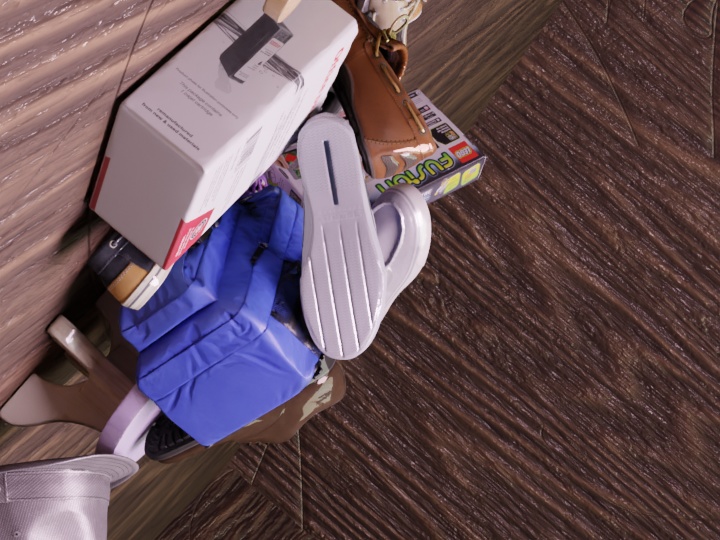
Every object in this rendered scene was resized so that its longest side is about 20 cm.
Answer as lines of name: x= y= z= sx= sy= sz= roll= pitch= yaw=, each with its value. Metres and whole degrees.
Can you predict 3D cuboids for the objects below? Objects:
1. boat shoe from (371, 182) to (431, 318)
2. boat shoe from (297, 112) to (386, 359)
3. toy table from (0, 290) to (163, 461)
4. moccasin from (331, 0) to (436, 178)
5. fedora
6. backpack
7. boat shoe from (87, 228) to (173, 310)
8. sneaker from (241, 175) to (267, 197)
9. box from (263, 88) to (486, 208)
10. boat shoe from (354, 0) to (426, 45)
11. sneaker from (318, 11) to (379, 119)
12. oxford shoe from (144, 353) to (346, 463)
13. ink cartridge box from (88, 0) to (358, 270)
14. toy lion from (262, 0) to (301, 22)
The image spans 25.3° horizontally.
boat shoe: x=0.000 y=0.000 z=1.490 sx=0.068 sy=0.072 sz=0.200 roll=-22 pitch=158 yaw=-41
boat shoe: x=-0.013 y=-0.031 z=1.318 sx=0.071 sy=0.071 sz=0.202 roll=-55 pitch=144 yaw=-78
toy table: x=-0.233 y=0.102 z=1.491 sx=0.184 sy=0.117 sz=0.200 roll=-48 pitch=174 yaw=-24
moccasin: x=0.012 y=-0.173 z=1.348 sx=0.077 sy=0.203 sz=0.074 roll=-18 pitch=145 yaw=-3
fedora: x=-0.293 y=0.228 z=1.425 sx=0.198 sy=0.091 sz=0.177 roll=-6 pitch=163 yaw=-4
backpack: x=-0.106 y=0.016 z=1.397 sx=0.162 sy=0.168 sz=0.201 roll=-26 pitch=-154 yaw=31
boat shoe: x=-0.166 y=-0.051 z=1.300 sx=0.075 sy=0.062 sz=0.201 roll=-44 pitch=-164 yaw=39
sneaker: x=-0.106 y=-0.081 z=1.497 sx=0.081 sy=0.083 sz=0.200 roll=-50 pitch=173 yaw=-18
box: x=0.013 y=-0.100 z=1.554 sx=0.199 sy=0.110 sz=0.035 roll=-26 pitch=152 yaw=-32
boat shoe: x=0.030 y=-0.262 z=1.494 sx=0.075 sy=0.068 sz=0.200 roll=-49 pitch=175 yaw=-21
sneaker: x=-0.036 y=-0.177 z=1.531 sx=0.098 sy=0.071 sz=0.200 roll=-36 pitch=178 yaw=-18
oxford shoe: x=-0.103 y=0.137 z=1.473 sx=0.198 sy=0.085 sz=0.073 roll=-24 pitch=-145 yaw=4
ink cartridge box: x=-0.104 y=-0.119 z=1.222 sx=0.200 sy=0.084 sz=0.145 roll=-48 pitch=174 yaw=-35
toy lion: x=-0.019 y=-0.270 z=1.079 sx=0.200 sy=0.068 sz=0.192 roll=-55 pitch=-179 yaw=40
